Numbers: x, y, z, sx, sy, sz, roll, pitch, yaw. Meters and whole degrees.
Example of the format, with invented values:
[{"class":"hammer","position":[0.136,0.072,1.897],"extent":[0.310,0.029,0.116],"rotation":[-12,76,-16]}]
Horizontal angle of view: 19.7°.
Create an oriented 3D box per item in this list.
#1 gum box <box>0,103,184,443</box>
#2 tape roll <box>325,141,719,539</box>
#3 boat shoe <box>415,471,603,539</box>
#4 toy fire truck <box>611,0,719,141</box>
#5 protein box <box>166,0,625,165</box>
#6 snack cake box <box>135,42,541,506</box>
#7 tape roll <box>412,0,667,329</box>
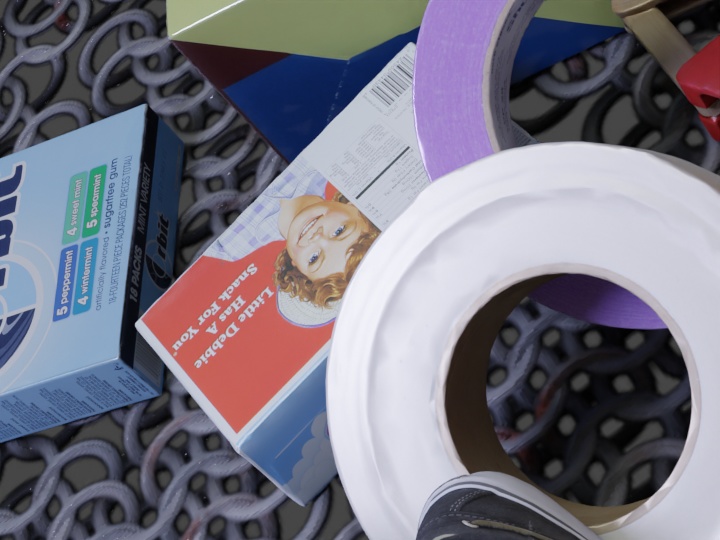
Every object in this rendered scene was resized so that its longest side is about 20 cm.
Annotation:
[{"class":"gum box","position":[-0.196,0.014,1.149],"extent":[0.199,0.045,0.171],"rotation":[-17,50,24]},{"class":"tape roll","position":[0.089,0.050,0.828],"extent":[0.201,0.071,0.204],"rotation":[1,92,18]},{"class":"boat shoe","position":[0.104,0.143,0.753],"extent":[0.199,0.066,0.070],"rotation":[36,109,5]},{"class":"toy fire truck","position":[0.170,-0.152,1.007],"extent":[0.141,0.049,0.200],"rotation":[-48,44,-3]},{"class":"protein box","position":[0.012,-0.193,1.089],"extent":[0.198,0.135,0.201],"rotation":[-24,48,19]},{"class":"snack cake box","position":[0.000,0.000,1.003],"extent":[0.200,0.067,0.115],"rotation":[-45,46,-1]},{"class":"tape roll","position":[0.124,-0.077,0.894],"extent":[0.199,0.066,0.202],"rotation":[0,91,11]}]
